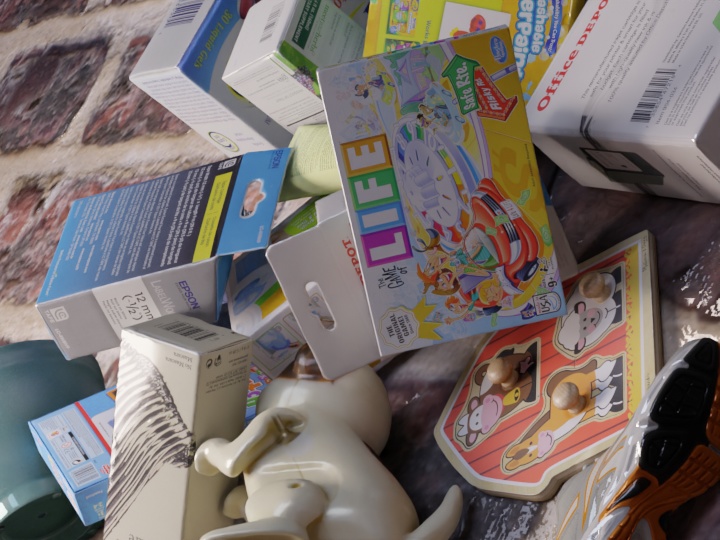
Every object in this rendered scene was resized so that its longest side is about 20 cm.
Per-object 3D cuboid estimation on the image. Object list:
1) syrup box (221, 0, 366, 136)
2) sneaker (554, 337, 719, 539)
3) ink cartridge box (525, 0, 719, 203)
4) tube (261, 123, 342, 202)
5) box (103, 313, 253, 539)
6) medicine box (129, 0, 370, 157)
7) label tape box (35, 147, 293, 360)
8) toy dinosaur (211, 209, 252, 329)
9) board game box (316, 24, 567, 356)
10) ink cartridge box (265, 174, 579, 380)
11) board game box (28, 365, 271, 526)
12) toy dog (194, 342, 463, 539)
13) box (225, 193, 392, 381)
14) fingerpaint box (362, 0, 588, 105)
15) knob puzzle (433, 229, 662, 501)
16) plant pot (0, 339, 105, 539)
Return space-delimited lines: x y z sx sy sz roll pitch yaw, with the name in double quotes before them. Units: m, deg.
"syrup box" -0.010 -0.144 1.557 0.081 0.200 0.079 -19 43 48
"sneaker" 0.164 0.128 1.158 0.201 0.076 0.092 -60 26 -14
"ink cartridge box" 0.227 -0.133 1.330 0.200 0.084 0.146 13 69 58
"tube" -0.009 -0.089 1.449 0.058 0.052 0.199 -21 10 -34
"box" -0.140 0.140 1.410 0.082 0.068 0.202 15 107 30
"medicine box" -0.074 -0.195 1.701 0.103 0.200 0.183 2 60 57
"label tape box" -0.145 -0.016 1.483 0.198 0.066 0.144 -13 35 16
"toy dinosaur" -0.126 0.056 1.575 0.104 0.181 0.202 -16 75 32
"board game box" 0.056 -0.054 1.276 0.133 0.202 0.034 -13 10 3
"ink cartridge box" 0.042 -0.016 1.341 0.199 0.116 0.068 -24 16 4
"board game box" -0.160 0.127 1.545 0.199 0.037 0.151 -23 26 -15
"toy dog" -0.029 0.141 1.350 0.193 0.140 0.201 -25 38 19
"box" 0.000 0.000 1.476 0.200 0.101 0.113 -38 32 14
"fingerpaint box" 0.096 -0.218 1.458 0.166 0.073 0.202 8 95 20
"knob puzzle" 0.122 0.074 1.312 0.219 0.030 0.221 -35 34 28
"plant pot" -0.300 0.177 1.662 0.200 0.200 0.135 -42 59 18
